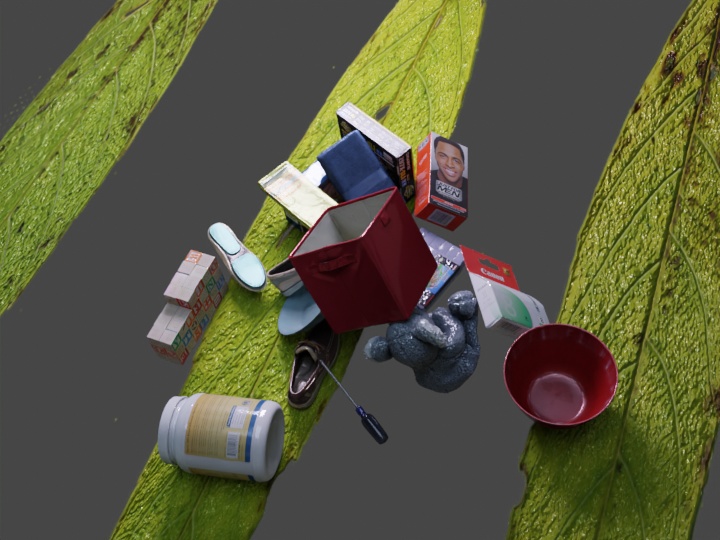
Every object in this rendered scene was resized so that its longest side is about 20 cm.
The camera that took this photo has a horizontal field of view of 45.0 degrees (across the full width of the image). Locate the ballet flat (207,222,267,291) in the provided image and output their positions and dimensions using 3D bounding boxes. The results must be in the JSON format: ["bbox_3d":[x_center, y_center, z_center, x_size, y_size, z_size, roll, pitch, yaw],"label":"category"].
[{"bbox_3d":[-0.258,-0.018,1.839,0.069,0.070,0.200,-30,62,-13],"label":"ballet flat"}]

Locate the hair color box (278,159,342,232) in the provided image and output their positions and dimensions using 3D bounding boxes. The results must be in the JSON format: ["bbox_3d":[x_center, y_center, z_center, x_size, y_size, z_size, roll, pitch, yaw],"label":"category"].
[{"bbox_3d":[-0.081,-0.187,1.907,0.060,0.100,0.200,37,68,27],"label":"hair color box"}]

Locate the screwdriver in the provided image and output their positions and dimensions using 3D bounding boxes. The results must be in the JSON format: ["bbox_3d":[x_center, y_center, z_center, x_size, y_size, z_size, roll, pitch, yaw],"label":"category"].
[{"bbox_3d":[-0.014,0.243,1.629,0.028,0.029,0.200,-47,65,18],"label":"screwdriver"}]

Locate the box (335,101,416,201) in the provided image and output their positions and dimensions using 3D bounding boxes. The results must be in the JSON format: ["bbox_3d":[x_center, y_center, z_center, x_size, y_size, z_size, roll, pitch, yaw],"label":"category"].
[{"bbox_3d":[0.036,-0.256,1.902,0.049,0.160,0.200,-38,58,-19],"label":"box"}]

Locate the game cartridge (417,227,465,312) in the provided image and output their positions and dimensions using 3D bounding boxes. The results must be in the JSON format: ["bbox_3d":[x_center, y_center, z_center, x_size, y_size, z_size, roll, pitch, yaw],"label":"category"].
[{"bbox_3d":[0.119,0.010,1.786,0.129,0.038,0.200,29,64,29],"label":"game cartridge"}]

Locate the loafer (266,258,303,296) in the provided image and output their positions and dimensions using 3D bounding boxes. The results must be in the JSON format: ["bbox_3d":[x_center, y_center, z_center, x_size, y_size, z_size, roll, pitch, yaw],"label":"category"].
[{"bbox_3d":[-0.109,-0.023,1.758,0.200,0.063,0.072,-40,25,26],"label":"loafer"}]

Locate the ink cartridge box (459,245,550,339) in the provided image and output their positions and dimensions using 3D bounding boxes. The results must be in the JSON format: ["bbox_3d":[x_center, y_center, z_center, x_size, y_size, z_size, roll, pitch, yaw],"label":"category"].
[{"bbox_3d":[0.282,0.039,1.675,0.050,0.160,0.201,-39,47,34],"label":"ink cartridge box"}]

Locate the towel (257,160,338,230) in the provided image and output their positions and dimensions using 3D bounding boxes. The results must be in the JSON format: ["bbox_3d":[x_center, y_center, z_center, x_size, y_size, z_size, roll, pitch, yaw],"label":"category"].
[{"bbox_3d":[-0.123,-0.152,1.819,0.086,0.018,0.200,-42,62,-15],"label":"towel"}]

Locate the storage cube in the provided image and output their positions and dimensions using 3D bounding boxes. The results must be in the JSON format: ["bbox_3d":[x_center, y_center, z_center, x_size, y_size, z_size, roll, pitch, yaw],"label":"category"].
[{"bbox_3d":[0.011,-0.017,1.577,0.170,0.180,0.200,-14,26,35],"label":"storage cube"}]

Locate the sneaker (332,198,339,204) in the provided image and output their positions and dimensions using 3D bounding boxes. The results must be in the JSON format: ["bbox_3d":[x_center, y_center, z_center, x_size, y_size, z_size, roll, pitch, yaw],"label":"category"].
[{"bbox_3d":[-0.056,-0.068,1.824,0.070,0.098,0.201,-7,56,1],"label":"sneaker"}]

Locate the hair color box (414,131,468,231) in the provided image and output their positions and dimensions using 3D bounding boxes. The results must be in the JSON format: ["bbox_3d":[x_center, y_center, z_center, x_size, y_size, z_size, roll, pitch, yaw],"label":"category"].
[{"bbox_3d":[0.176,-0.193,1.875,0.101,0.061,0.201,19,53,-22],"label":"hair color box"}]

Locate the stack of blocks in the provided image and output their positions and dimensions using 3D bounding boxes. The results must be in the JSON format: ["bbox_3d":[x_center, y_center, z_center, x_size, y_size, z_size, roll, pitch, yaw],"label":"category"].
[{"bbox_3d":[-0.351,0.075,1.756,0.058,0.115,0.201,16,60,18],"label":"stack of blocks"}]

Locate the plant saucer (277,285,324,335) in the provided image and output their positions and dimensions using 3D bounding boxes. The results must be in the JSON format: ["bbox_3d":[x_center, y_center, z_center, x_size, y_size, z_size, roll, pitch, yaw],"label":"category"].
[{"bbox_3d":[-0.086,0.054,1.731,0.201,0.039,0.201,-40,24,23],"label":"plant saucer"}]

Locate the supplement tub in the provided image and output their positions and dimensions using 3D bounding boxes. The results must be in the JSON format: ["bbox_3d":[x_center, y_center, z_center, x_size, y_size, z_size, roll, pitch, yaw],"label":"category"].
[{"bbox_3d":[-0.249,0.299,1.568,0.199,0.145,0.145,5,56,11],"label":"supplement tub"}]

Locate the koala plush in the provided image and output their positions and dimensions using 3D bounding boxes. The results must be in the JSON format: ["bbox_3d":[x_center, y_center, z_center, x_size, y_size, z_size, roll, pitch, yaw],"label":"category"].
[{"bbox_3d":[0.115,0.130,1.581,0.177,0.200,0.185,-16,74,27],"label":"koala plush"}]

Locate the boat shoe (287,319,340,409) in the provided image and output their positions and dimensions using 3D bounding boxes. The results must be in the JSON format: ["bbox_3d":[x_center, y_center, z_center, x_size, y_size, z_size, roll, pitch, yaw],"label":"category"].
[{"bbox_3d":[-0.093,0.167,1.681,0.072,0.072,0.201,15,59,17],"label":"boat shoe"}]

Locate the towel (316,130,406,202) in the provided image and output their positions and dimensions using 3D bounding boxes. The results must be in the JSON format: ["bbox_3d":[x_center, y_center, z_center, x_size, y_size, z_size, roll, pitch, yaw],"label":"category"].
[{"bbox_3d":[0.001,-0.192,1.853,0.111,0.200,0.049,-34,18,4],"label":"towel"}]

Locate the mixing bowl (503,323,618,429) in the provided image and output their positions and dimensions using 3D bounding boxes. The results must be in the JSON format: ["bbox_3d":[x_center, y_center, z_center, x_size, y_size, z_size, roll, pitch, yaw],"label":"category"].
[{"bbox_3d":[0.358,0.209,1.569,0.199,0.109,0.201,-4,55,6],"label":"mixing bowl"}]
